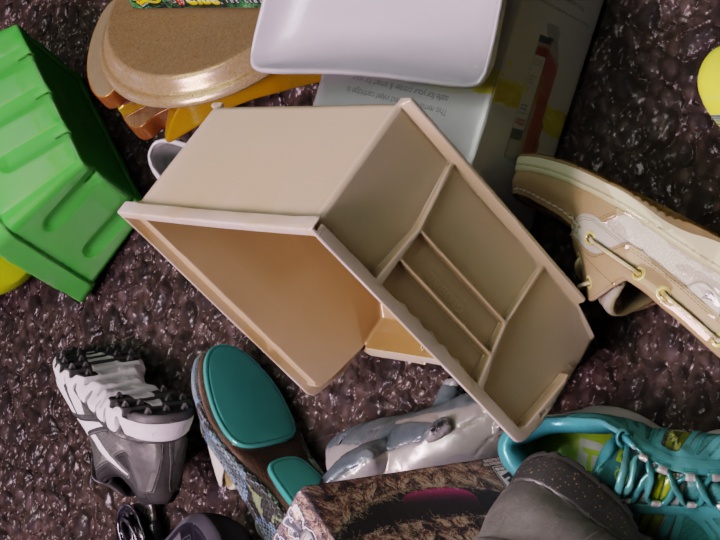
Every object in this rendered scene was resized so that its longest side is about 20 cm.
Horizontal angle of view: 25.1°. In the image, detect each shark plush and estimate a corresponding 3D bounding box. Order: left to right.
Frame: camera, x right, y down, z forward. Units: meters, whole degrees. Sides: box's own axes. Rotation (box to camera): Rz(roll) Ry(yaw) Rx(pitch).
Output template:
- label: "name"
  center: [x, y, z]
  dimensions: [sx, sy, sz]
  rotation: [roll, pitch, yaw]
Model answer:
- label: "shark plush"
  center: [0.050, 0.086, 0.980]
  dimensions: [0.200, 0.091, 0.084]
  rotation: [-46, 24, 30]

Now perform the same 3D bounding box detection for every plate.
- label: "plate"
  center: [0.029, -0.208, 0.973]
  dimensions: [0.199, 0.032, 0.201]
  rotation: [10, 86, 43]

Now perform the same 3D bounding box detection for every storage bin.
- label: "storage bin"
  center: [0.000, 0.000, 0.923]
  dimensions: [0.199, 0.199, 0.094]
  rotation: [6, 56, 53]

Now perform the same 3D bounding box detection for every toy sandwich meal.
- label: "toy sandwich meal"
  center: [-0.102, -0.170, 1.159]
  dimensions: [0.204, 0.070, 0.206]
  rotation: [-14, 48, 15]

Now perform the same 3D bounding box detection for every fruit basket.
- label: "fruit basket"
  center: [-0.287, -0.057, 1.268]
  dimensions: [0.214, 0.155, 0.217]
  rotation: [-11, 64, 23]

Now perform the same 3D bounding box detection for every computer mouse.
- label: "computer mouse"
  center: [-0.109, 0.211, 1.088]
  dimensions: [0.200, 0.052, 0.140]
  rotation: [-32, 62, 59]

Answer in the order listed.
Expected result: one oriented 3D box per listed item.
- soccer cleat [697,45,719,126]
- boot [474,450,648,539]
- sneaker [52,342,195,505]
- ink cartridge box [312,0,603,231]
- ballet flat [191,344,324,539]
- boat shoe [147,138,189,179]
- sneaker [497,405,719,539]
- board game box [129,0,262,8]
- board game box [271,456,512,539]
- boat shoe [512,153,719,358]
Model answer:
- label: "soccer cleat"
  center: [0.239, -0.062, 0.828]
  dimensions: [0.065, 0.083, 0.200]
  rotation: [-54, 51, 19]
- label: "boot"
  center: [0.126, 0.191, 0.806]
  dimensions: [0.199, 0.131, 0.068]
  rotation: [34, 140, 12]
- label: "sneaker"
  center: [-0.175, 0.112, 1.159]
  dimensions: [0.200, 0.066, 0.091]
  rotation: [26, 118, 59]
- label: "ink cartridge box"
  center: [0.056, -0.127, 1.006]
  dimensions: [0.145, 0.083, 0.202]
  rotation: [20, 93, 43]
- label: "ballet flat"
  center: [-0.065, 0.136, 1.071]
  dimensions: [0.074, 0.074, 0.200]
  rotation: [-52, 48, 20]
- label: "boat shoe"
  center: [-0.077, -0.039, 1.117]
  dimensions: [0.199, 0.067, 0.074]
  rotation: [25, 97, 42]
- label: "sneaker"
  center: [0.161, 0.115, 0.862]
  dimensions: [0.199, 0.079, 0.078]
  rotation: [5, 84, 42]
- label: "board game box"
  center: [-0.061, -0.224, 1.119]
  dimensions: [0.199, 0.024, 0.105]
  rotation: [5, 52, 30]
- label: "board game box"
  center: [0.057, 0.212, 0.866]
  dimensions: [0.200, 0.159, 0.097]
  rotation: [54, 131, 34]
- label: "boat shoe"
  center: [0.153, -0.006, 0.900]
  dimensions: [0.200, 0.074, 0.067]
  rotation: [32, 97, 41]
